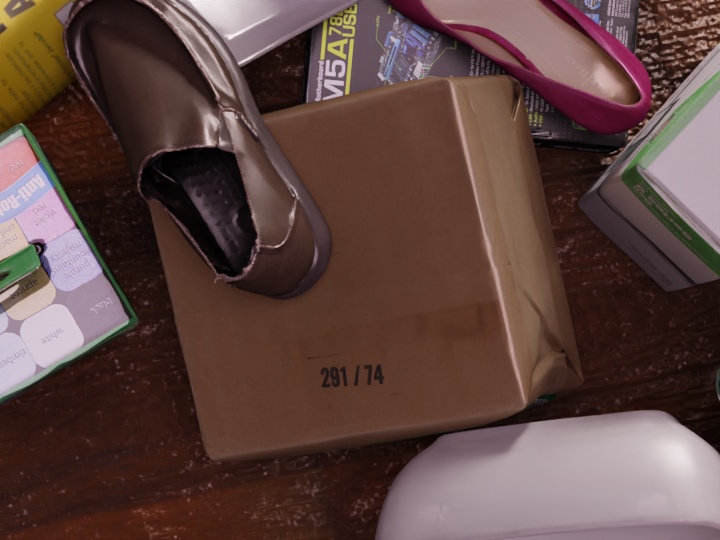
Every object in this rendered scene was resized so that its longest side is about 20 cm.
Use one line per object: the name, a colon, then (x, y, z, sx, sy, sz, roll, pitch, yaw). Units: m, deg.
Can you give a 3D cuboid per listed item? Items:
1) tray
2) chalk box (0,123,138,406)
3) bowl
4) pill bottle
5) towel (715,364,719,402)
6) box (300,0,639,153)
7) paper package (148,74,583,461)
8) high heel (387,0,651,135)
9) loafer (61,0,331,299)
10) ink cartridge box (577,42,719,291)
tray: (-0.102, -0.198, 1.218, 0.107, 0.022, 0.200, -33, 74, -35)
chalk box: (-0.200, 0.006, 1.147, 0.124, 0.200, 0.124, -30, 91, -6)
bowl: (0.118, 0.132, 1.162, 0.199, 0.200, 0.075, -9, 69, 19)
pill bottle: (-0.224, -0.123, 1.194, 0.200, 0.111, 0.111, -41, 92, -5)
towel: (0.271, 0.091, 1.177, 0.200, 0.022, 0.147, -20, 91, -47)
box: (0.068, -0.177, 1.259, 0.193, 0.048, 0.200, 5, 88, -3)
paper package: (0.000, 0.000, 1.179, 0.200, 0.103, 0.191, -12, 90, 24)
high heel: (0.076, -0.145, 1.188, 0.200, 0.096, 0.067, 44, 86, -4)
loafer: (-0.090, -0.072, 1.116, 0.073, 0.071, 0.200, -43, 78, 21)
ink cartridge box: (0.209, -0.070, 1.193, 0.084, 0.200, 0.146, 43, 84, 0)
